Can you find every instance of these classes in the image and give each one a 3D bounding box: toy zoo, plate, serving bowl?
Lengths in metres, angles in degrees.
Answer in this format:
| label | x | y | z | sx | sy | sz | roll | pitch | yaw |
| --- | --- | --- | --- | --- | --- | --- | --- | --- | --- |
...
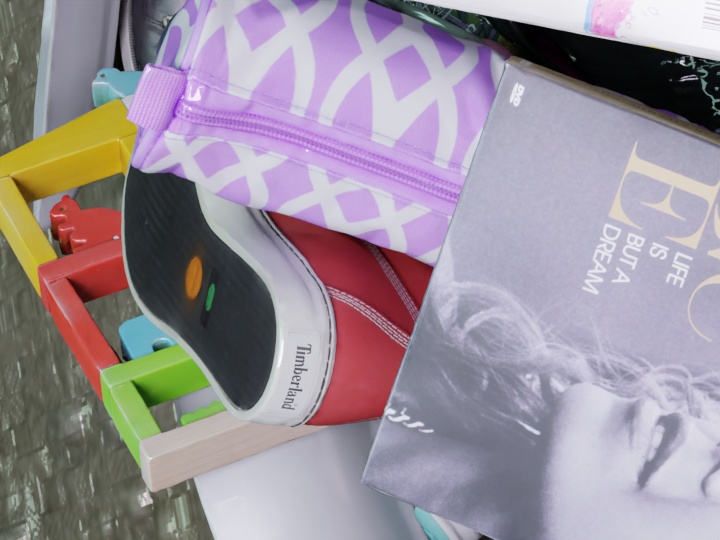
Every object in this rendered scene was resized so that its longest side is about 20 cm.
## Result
| label | x | y | z | sx | sy | sz | roll | pitch | yaw |
| --- | --- | --- | --- | --- | --- | --- | --- | --- | --- |
| toy zoo | -0.061 | -0.011 | 1.095 | 0.200 | 0.131 | 0.021 | 55 | 156 | 39 |
| plate | -0.125 | -0.147 | 1.286 | 0.200 | 0.032 | 0.200 | -98 | 15 | -57 |
| serving bowl | -0.007 | 0.093 | 1.130 | 0.066 | 0.200 | 0.201 | -21 | 70 | 8 |

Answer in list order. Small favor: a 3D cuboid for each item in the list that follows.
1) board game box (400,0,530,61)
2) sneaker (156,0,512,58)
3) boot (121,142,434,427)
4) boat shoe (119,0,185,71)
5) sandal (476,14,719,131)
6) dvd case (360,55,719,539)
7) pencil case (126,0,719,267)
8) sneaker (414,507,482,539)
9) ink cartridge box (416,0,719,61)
| label | x | y | z | sx | sy | sz | roll | pitch | yaw |
| --- | --- | --- | --- | --- | --- | --- | --- | --- | --- |
| board game box | 0.020 | -0.124 | 1.141 | 0.135 | 0.028 | 0.200 | -48 | 51 | 8 |
| sneaker | -0.009 | -0.081 | 1.065 | 0.200 | 0.082 | 0.070 | 19 | 65 | 38 |
| boot | 0.000 | 0.000 | 1.034 | 0.200 | 0.144 | 0.073 | 53 | 131 | 54 |
| boat shoe | -0.060 | -0.137 | 1.251 | 0.060 | 0.074 | 0.201 | -16 | 70 | 55 |
| sandal | 0.088 | -0.092 | 1.039 | 0.075 | 0.048 | 0.201 | -41 | 76 | 11 |
| dvd case | 0.114 | 0.038 | 0.892 | 0.199 | 0.016 | 0.149 | 22 | 107 | 10 |
| pencil case | 0.022 | -0.037 | 0.949 | 0.086 | 0.199 | 0.084 | -82 | 12 | -59 |
| sneaker | 0.055 | 0.014 | 1.121 | 0.091 | 0.078 | 0.201 | -17 | 58 | 12 |
| ink cartridge box | 0.104 | -0.143 | 0.934 | 0.199 | 0.125 | 0.129 | 14 | 104 | 18 |
